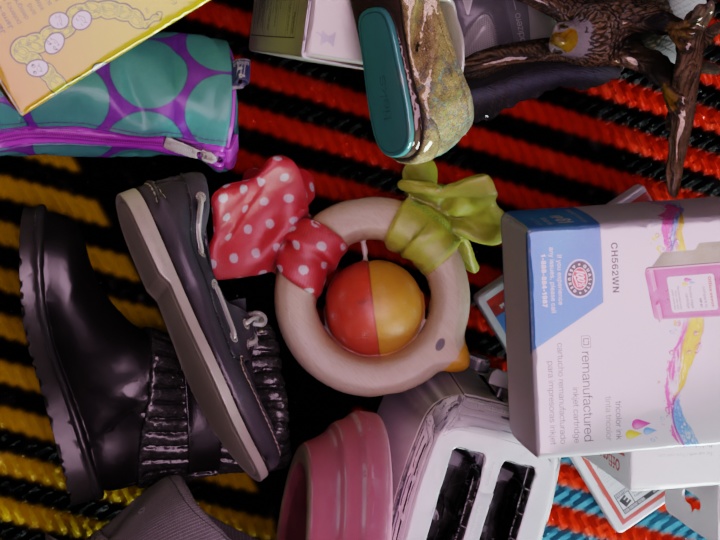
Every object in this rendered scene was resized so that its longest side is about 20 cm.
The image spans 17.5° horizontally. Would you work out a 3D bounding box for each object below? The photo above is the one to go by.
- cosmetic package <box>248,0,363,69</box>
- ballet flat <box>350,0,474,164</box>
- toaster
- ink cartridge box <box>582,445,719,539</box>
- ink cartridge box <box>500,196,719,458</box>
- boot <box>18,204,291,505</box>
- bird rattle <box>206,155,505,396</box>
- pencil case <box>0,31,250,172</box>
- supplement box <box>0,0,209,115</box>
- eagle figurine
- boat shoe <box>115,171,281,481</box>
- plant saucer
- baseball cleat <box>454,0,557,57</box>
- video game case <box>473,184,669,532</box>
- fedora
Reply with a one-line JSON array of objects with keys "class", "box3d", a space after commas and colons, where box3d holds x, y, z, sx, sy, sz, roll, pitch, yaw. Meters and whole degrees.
[{"class": "cosmetic package", "box3d": [-0.015, -0.180, 1.461, 0.070, 0.200, 0.106, 8, 96, -13]}, {"class": "ballet flat", "box3d": [0.025, -0.163, 1.341, 0.070, 0.071, 0.202, -13, 99, -10]}, {"class": "toaster", "box3d": [0.059, 0.158, 1.557, 0.113, 0.129, 0.202, 17, 94, -12]}, {"class": "ink cartridge box", "box3d": [0.194, 0.077, 1.562, 0.066, 0.116, 0.202, -2, 97, -11]}, {"class": "ink cartridge box", "box3d": [0.195, 0.032, 1.455, 0.198, 0.085, 0.146, -5, 98, -9]}, {"class": "boot", "box3d": [-0.134, 0.045, 1.525, 0.156, 0.080, 0.213, -13, 110, -3]}, {"class": "bird rattle", "box3d": [0.000, 0.000, 1.521, 0.198, 0.113, 0.165, -8, 84, -14]}, {"class": "pencil case", "box3d": [-0.173, -0.108, 1.494, 0.198, 0.093, 0.085, 1, 140, -11]}, {"class": "supplement box", "box3d": [-0.149, -0.192, 1.392, 0.199, 0.109, 0.110, -32, 102, -6]}, {"class": "eagle figurine", "box3d": [0.126, -0.155, 1.484, 0.198, 0.151, 0.153, 15, 72, 18]}, {"class": "boat shoe", "box3d": [-0.087, 0.032, 1.466, 0.062, 0.073, 0.201, -25, 90, -18]}, {"class": "plant saucer", "box3d": [-0.023, 0.190, 1.508, 0.050, 0.201, 0.203, 7, 96, -9]}, {"class": "baseball cleat", "box3d": [0.056, -0.197, 1.540, 0.106, 0.070, 0.200, -39, 103, -5]}, {"class": "video game case", "box3d": [0.187, 0.062, 1.628, 0.142, 0.017, 0.201, -33, 103, -6]}, {"class": "fedora", "box3d": [-0.110, 0.192, 1.496, 0.176, 0.200, 0.091, 37, 81, -6]}]
